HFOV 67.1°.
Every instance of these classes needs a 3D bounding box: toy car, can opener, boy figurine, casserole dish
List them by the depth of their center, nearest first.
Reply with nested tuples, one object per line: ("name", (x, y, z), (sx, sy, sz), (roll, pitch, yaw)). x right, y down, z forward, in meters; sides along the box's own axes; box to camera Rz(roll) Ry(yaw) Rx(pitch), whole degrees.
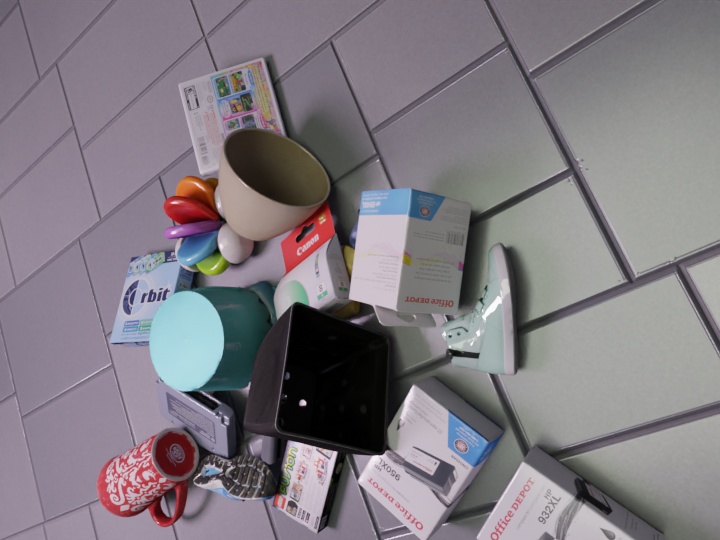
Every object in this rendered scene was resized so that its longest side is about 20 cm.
("boy figurine", (0.000, 0.000, 0.943), (0.124, 0.064, 0.200), (25, 102, 28))
("can opener", (-0.146, 0.266, 1.025), (0.067, 0.053, 0.201), (5, 92, 30))
("toy car", (-0.317, -0.090, 1.072), (0.175, 0.150, 0.201), (-8, 85, 28))
("casserole dish", (-0.224, 0.110, 1.081), (0.200, 0.039, 0.121), (-45, 69, 20))

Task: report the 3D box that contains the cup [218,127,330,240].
("cup", (-0.174, -0.137, 0.987), (0.200, 0.200, 0.143), (52, 131, 20))

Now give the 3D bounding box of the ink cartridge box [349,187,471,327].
("ink cartridge box", (0.073, -0.015, 0.841), (0.125, 0.128, 0.201), (9, 91, 54))

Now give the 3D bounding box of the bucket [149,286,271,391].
("bucket", (-0.279, 0.127, 1.006), (0.207, 0.135, 0.208), (-3, 84, 26))

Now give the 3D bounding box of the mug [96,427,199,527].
("mug", (-0.419, 0.425, 1.133), (0.177, 0.134, 0.200), (40, 122, -21))

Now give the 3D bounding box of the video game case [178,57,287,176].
("video game case", (-0.250, -0.303, 1.071), (0.182, 0.024, 0.200), (-17, 80, 1))

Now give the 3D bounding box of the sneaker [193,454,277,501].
("sneaker", (-0.230, 0.409, 1.059), (0.200, 0.090, 0.079), (-4, 49, 38))

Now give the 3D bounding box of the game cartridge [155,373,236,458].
("game cartridge", (-0.334, 0.296, 1.108), (0.200, 0.042, 0.133), (23, 131, 23))

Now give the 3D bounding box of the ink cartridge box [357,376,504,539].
("ink cartridge box", (0.108, 0.297, 0.864), (0.144, 0.084, 0.200), (34, 105, 26))

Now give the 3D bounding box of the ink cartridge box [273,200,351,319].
("ink cartridge box", (-0.099, -0.004, 0.964), (0.161, 0.050, 0.200), (-36, 61, 38))

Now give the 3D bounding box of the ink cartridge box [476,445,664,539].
("ink cartridge box", (0.289, 0.374, 0.761), (0.200, 0.084, 0.145), (32, 105, 26))

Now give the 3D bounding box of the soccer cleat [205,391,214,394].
("soccer cleat", (-0.376, 0.200, 1.148), (0.200, 0.069, 0.085), (16, 92, 24))

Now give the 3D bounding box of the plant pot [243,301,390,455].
("plant pot", (-0.084, 0.197, 0.895), (0.177, 0.199, 0.200), (-31, 45, 45))

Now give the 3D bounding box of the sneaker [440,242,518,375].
("sneaker", (0.177, 0.059, 0.834), (0.118, 0.074, 0.201), (-2, 91, 23))

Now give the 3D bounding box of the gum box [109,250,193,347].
("gum box", (-0.444, 0.061, 1.166), (0.170, 0.045, 0.201), (-7, 67, 29))

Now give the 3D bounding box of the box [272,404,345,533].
("box", (-0.091, 0.363, 1.002), (0.110, 0.035, 0.201), (18, 98, 28))
